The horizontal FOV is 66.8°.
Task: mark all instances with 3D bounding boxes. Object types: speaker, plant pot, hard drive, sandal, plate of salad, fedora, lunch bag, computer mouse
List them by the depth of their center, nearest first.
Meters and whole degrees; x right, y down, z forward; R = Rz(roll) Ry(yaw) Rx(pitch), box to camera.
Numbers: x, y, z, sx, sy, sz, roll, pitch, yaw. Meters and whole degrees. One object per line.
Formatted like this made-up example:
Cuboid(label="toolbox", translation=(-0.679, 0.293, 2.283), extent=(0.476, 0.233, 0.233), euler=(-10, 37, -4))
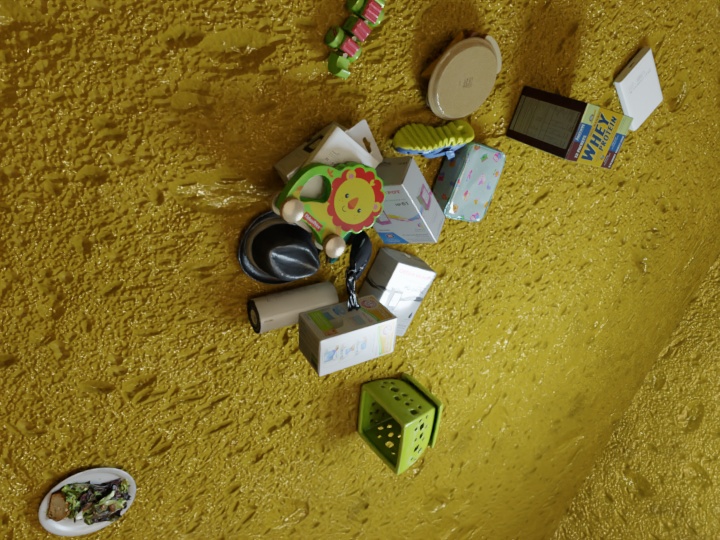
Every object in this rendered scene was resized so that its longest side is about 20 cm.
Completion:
Cuboid(label="hard drive", translation=(-0.067, -0.173, 1.099), extent=(0.132, 0.026, 0.200), euler=(32, 98, -41))
Cuboid(label="fedora", translation=(-0.156, -0.033, 1.170), extent=(0.200, 0.092, 0.201), euler=(-17, 126, -25))
Cuboid(label="plate of salad", translation=(-0.609, 0.529, 1.230), extent=(0.200, 0.048, 0.200), euler=(-18, 125, -27))
Cuboid(label="computer mouse", translation=(0.000, 0.000, 1.248), extent=(0.046, 0.200, 0.141), euler=(3, 128, 6))
Cuboid(label="speaker", translation=(-0.152, 0.082, 1.255), extent=(0.200, 0.081, 0.081), euler=(-14, 124, -29))
Cuboid(label="sandal", translation=(0.163, -0.288, 1.255), extent=(0.200, 0.080, 0.087), euler=(-7, 154, -21))
Cuboid(label="lunch bag", translation=(0.271, -0.221, 1.369), extent=(0.160, 0.077, 0.200), euler=(3, 115, -38))
Cuboid(label="hard drive", translation=(0.812, -0.524, 1.588), extent=(0.132, 0.026, 0.200), euler=(-48, 133, 0))
Cuboid(label="plant pot", translation=(0.123, 0.431, 1.592), extent=(0.181, 0.199, 0.200), euler=(-16, 125, -34))

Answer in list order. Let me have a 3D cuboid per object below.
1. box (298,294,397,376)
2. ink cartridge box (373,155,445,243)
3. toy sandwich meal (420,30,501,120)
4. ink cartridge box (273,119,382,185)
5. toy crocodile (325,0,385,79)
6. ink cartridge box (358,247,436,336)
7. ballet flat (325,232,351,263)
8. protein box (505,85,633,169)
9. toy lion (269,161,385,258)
Cuboid(label="box", translation=(-0.030, 0.144, 1.250), extent=(0.200, 0.112, 0.102), euler=(-13, 125, -27))
Cuboid(label="ink cartridge box", translation=(0.082, -0.152, 1.219), extent=(0.200, 0.144, 0.085), euler=(52, 49, -42))
Cuboid(label="toy sandwich meal", translation=(0.222, -0.436, 1.213), extent=(0.205, 0.070, 0.205), euler=(-20, 138, -20))
Cuboid(label="ink cartridge box", translation=(-0.064, -0.223, 1.136), extent=(0.200, 0.067, 0.116), euler=(-38, 132, -9))
Cuboid(label="toy crocodile", translation=(-0.004, -0.462, 1.035), extent=(0.067, 0.062, 0.200), euler=(25, 101, -42))
Cuboid(label="ink cartridge box", translation=(0.083, 0.057, 1.402), extent=(0.145, 0.083, 0.200), euler=(14, 110, -39))
Cuboid(label="ballet flat", translation=(-0.046, -0.101, 1.211), extent=(0.068, 0.072, 0.200), euler=(-48, 175, -48))
Cuboid(label="protein box", translation=(0.523, -0.361, 1.376), extent=(0.198, 0.200, 0.135), euler=(1, 117, -35))
Cuboid(label="toy lion", translation=(-0.048, -0.139, 1.074), extent=(0.192, 0.069, 0.200), euler=(-52, 128, -2))
